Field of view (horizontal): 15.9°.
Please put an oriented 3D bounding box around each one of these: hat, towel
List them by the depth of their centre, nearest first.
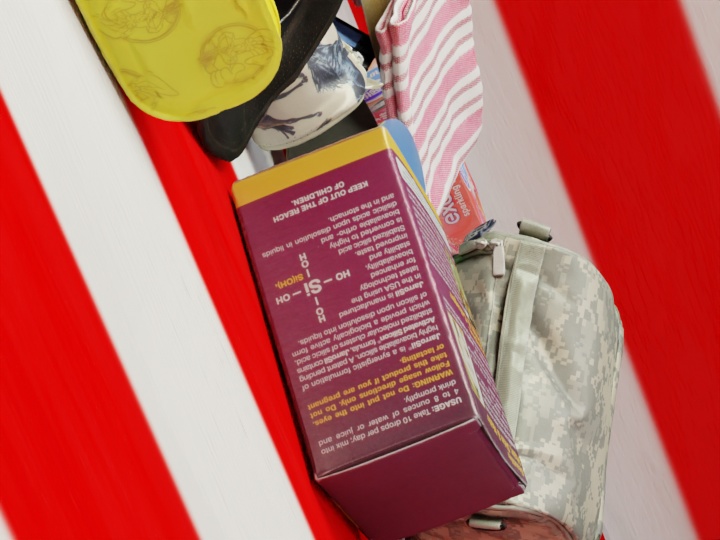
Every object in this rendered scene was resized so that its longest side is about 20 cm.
[{"bbox_3d":[-0.074,-0.166,1.486,0.201,0.081,0.201,-60,167,-23],"label":"hat"},{"bbox_3d":[0.053,-0.128,1.792,0.146,0.030,0.200,-62,153,-45],"label":"towel"}]

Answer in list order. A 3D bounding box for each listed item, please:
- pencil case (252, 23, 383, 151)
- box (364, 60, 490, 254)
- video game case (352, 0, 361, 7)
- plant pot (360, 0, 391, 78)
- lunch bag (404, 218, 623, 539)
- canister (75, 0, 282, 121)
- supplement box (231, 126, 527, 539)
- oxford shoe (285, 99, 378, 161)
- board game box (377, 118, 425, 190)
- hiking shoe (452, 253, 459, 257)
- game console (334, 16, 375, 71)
[{"bbox_3d":[-0.064,-0.181,1.630,0.078,0.089,0.200,10,-52,58],"label":"pencil case"},{"bbox_3d":[0.030,-0.079,2.054,0.095,0.102,0.200,-102,171,-49],"label":"box"},{"bbox_3d":[-0.045,-0.284,1.846,0.143,0.018,0.200,60,0,19],"label":"video game case"},{"bbox_3d":[0.019,-0.197,1.849,0.200,0.027,0.200,-13,90,-84],"label":"plant pot"},{"bbox_3d":[0.096,0.086,1.650,0.168,0.139,0.200,85,14,-70],"label":"lunch bag"},{"bbox_3d":[-0.108,-0.193,1.324,0.200,0.086,0.149,-105,172,-50],"label":"canister"},{"bbox_3d":[0.011,0.040,1.511,0.131,0.103,0.200,57,14,-61],"label":"supplement box"},{"bbox_3d":[-0.013,-0.041,1.780,0.071,0.071,0.200,-144,-141,-74],"label":"oxford shoe"},{"bbox_3d":[0.000,0.000,1.690,0.158,0.039,0.200,19,74,-72],"label":"board game box"},{"bbox_3d":[0.034,0.014,1.861,0.200,0.074,0.087,43,-42,51],"label":"hiking shoe"},{"bbox_3d":[-0.044,-0.227,1.775,0.176,0.117,0.200,30,10,-1],"label":"game console"}]
